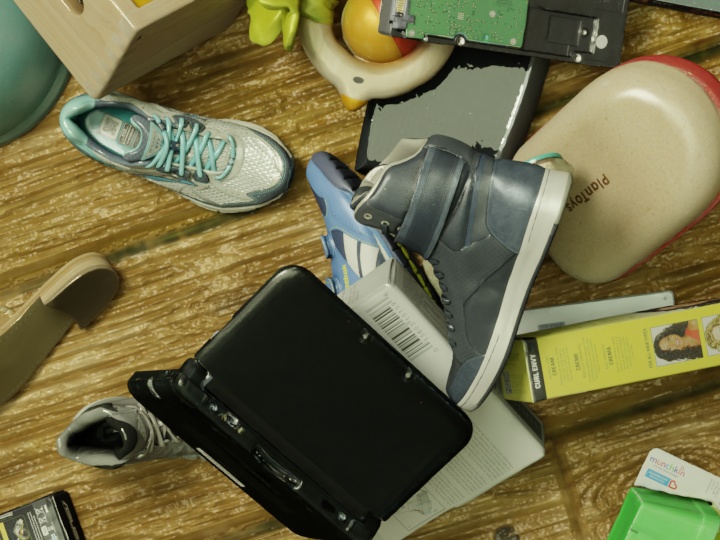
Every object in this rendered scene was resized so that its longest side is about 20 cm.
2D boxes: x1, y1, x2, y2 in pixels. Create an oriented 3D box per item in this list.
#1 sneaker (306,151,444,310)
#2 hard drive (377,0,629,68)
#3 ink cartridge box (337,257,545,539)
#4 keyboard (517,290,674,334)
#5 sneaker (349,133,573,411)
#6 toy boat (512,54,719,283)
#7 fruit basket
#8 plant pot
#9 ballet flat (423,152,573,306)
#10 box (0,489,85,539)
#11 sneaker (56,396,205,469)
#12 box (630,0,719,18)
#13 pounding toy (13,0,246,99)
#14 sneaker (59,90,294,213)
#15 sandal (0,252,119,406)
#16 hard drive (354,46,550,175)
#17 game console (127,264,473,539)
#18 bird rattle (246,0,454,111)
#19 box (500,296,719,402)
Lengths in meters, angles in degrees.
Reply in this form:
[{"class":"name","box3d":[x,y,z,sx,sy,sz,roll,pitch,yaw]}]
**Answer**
[{"class":"sneaker","box3d":[0.000,0.000,1.414,0.082,0.074,0.201,-30,82,15]},{"class":"hard drive","box3d":[0.115,-0.234,1.341,0.198,0.038,0.141,3,99,-25]},{"class":"ink cartridge box","box3d":[0.019,0.111,1.387,0.173,0.044,0.200,-33,114,22]},{"class":"keyboard","box3d":[0.155,0.057,1.424,0.198,0.011,0.057,-8,84,9]},{"class":"sneaker","box3d":[0.055,-0.003,1.281,0.145,0.077,0.204,17,118,1]},{"class":"toy boat","box3d":[0.216,-0.087,1.359,0.131,0.130,0.200,53,140,4]},{"class":"fruit basket","box3d":[0.277,0.259,1.381,0.198,0.094,0.187,23,95,-8]},{"class":"plant pot","box3d":[-0.343,-0.201,1.432,0.198,0.134,0.203,0,90,8]},{"class":"ballet flat","box3d":[0.112,-0.023,1.350,0.067,0.200,0.063,-9,72,-26]},{"class":"box","box3d":[-0.286,0.305,1.474,0.160,0.049,0.202,-22,88,7]},{"class":"sneaker","box3d":[-0.150,0.125,1.416,0.198,0.115,0.076,-15,89,9]},{"class":"box","box3d":[0.316,-0.261,1.379,0.198,0.038,0.138,12,93,8]},{"class":"pounding toy","box3d":[-0.197,-0.267,1.361,0.200,0.184,0.142,51,142,5]},{"class":"sneaker","box3d":[-0.152,-0.094,1.428,0.198,0.086,0.078,14,94,8]},{"class":"sandal","box3d":[-0.298,0.047,1.475,0.211,0.078,0.070,-39,54,0]},{"class":"hard drive","box3d":[0.078,-0.158,1.415,0.134,0.042,0.202,18,94,8]},{"class":"game console","box3d":[-0.048,0.104,1.335,0.200,0.175,0.117,43,68,-18]},{"class":"bird rattle","box3d":[0.010,-0.218,1.374,0.199,0.113,0.164,-31,98,-10]},{"class":"box","box3d":[0.208,0.058,1.351,0.198,0.075,0.051,-11,90,-14]}]
